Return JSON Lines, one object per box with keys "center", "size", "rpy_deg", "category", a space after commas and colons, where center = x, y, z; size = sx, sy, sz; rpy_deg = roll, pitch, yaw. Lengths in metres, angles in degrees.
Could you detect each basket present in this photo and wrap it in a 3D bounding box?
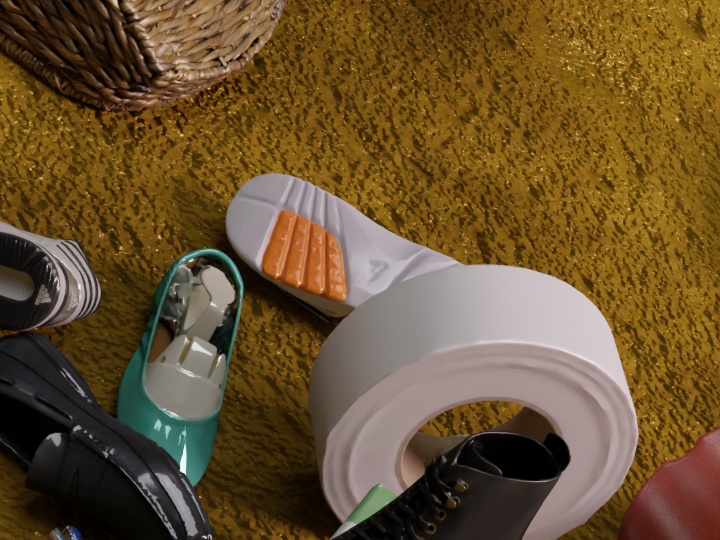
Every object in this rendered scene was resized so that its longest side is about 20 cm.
{"center": [-0.167, -0.193, 1.703], "size": [0.143, 0.149, 0.200], "rpy_deg": [62, 36, -11], "category": "basket"}

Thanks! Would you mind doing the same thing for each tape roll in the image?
{"center": [0.070, 0.093, 1.404], "size": [0.202, 0.203, 0.071], "rpy_deg": [13, 38, -21], "category": "tape roll"}

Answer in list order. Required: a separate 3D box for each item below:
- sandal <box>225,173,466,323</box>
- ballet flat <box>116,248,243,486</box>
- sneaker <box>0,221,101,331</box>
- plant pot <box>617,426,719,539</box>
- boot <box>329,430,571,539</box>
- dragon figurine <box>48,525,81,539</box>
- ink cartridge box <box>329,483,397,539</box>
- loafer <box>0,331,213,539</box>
{"center": [-0.004, 0.007, 1.574], "size": [0.206, 0.059, 0.079], "rpy_deg": [27, 64, 13], "category": "sandal"}
{"center": [-0.112, 0.054, 1.437], "size": [0.067, 0.071, 0.200], "rpy_deg": [21, 37, -12], "category": "ballet flat"}
{"center": [-0.255, -0.009, 1.436], "size": [0.200, 0.076, 0.115], "rpy_deg": [24, 2, 20], "category": "sneaker"}
{"center": [0.273, 0.210, 1.423], "size": [0.200, 0.201, 0.195], "rpy_deg": [1, 36, -33], "category": "plant pot"}
{"center": [0.008, 0.143, 1.211], "size": [0.199, 0.139, 0.078], "rpy_deg": [-8, 48, -36], "category": "boot"}
{"center": [-0.169, 0.219, 1.211], "size": [0.099, 0.059, 0.200], "rpy_deg": [3, 42, -30], "category": "dragon figurine"}
{"center": [0.012, 0.237, 1.288], "size": [0.145, 0.088, 0.200], "rpy_deg": [33, 35, 8], "category": "ink cartridge box"}
{"center": [-0.167, 0.115, 1.334], "size": [0.070, 0.068, 0.200], "rpy_deg": [-25, 57, -40], "category": "loafer"}
